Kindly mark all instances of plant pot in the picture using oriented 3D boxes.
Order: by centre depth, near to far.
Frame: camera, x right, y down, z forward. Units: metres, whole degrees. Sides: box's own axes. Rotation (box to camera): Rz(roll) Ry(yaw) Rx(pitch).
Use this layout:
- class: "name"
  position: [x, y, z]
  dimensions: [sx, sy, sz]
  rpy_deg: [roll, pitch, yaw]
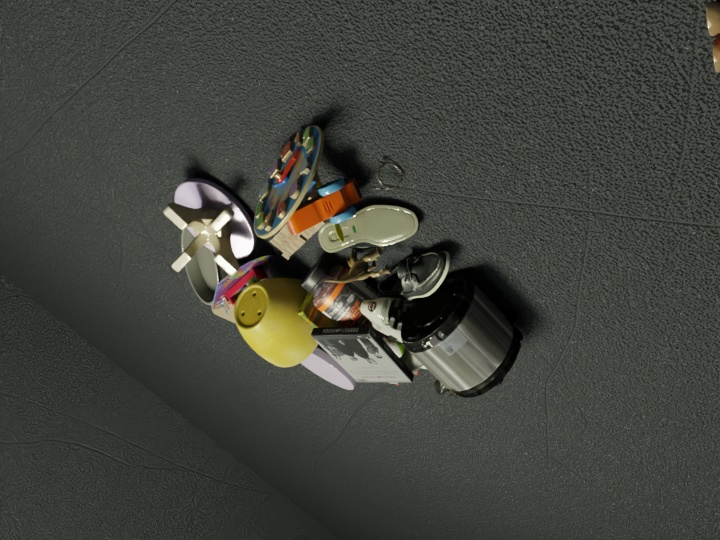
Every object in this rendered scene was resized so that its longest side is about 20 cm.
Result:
- class: "plant pot"
  position: [-0.195, 0.097, 1.295]
  dimensions: [0.197, 0.204, 0.141]
  rpy_deg: [4, 163, 35]

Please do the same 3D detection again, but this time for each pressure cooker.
- class: "pressure cooker"
  position: [0.191, 0.133, 1.081]
  dimensions: [0.200, 0.180, 0.175]
  rpy_deg: [43, 143, -16]

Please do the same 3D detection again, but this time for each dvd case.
- class: "dvd case"
  position: [0.006, 0.181, 1.242]
  dimensions: [0.148, 0.025, 0.200]
  rpy_deg: [-5, 141, 33]

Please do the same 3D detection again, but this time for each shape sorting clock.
- class: "shape sorting clock"
  position: [-0.121, -0.146, 0.954]
  dimensions: [0.039, 0.203, 0.199]
  rpy_deg: [29, 150, -24]

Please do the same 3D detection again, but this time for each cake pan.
- class: "cake pan"
  position: [-0.365, -0.021, 1.384]
  dimensions: [0.199, 0.036, 0.204]
  rpy_deg: [27, 125, 46]

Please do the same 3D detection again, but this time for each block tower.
- class: "block tower"
  position: [-0.115, -0.091, 1.154]
  dimensions: [0.058, 0.054, 0.200]
  rpy_deg: [38, 146, -9]

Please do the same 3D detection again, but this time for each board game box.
- class: "board game box"
  position: [-0.259, 0.041, 1.349]
  dimensions: [0.039, 0.157, 0.200]
  rpy_deg: [53, 149, 12]

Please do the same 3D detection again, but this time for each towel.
- class: "towel"
  position: [-0.049, 0.118, 1.296]
  dimensions: [0.200, 0.087, 0.018]
  rpy_deg: [43, 148, -25]

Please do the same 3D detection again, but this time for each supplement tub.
- class: "supplement tub"
  position: [-0.026, 0.063, 1.234]
  dimensions: [0.199, 0.108, 0.107]
  rpy_deg: [37, 147, -8]

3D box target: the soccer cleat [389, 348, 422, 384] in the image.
- class: "soccer cleat"
  position: [0.118, 0.186, 1.292]
  dimensions: [0.077, 0.070, 0.199]
  rpy_deg: [43, 126, -18]

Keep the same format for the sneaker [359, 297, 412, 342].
- class: "sneaker"
  position: [0.068, 0.099, 1.168]
  dimensions: [0.087, 0.075, 0.200]
  rpy_deg: [7, 158, 35]

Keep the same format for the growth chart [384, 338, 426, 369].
- class: "growth chart"
  position: [0.095, 0.165, 1.351]
  dimensions: [0.143, 0.018, 0.201]
  rpy_deg: [-2, 135, 40]

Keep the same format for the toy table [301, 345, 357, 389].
- class: "toy table"
  position: [-0.071, 0.184, 1.409]
  dimensions: [0.198, 0.118, 0.185]
  rpy_deg: [31, 153, 9]

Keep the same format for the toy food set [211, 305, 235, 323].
- class: "toy food set"
  position: [-0.314, 0.072, 1.542]
  dimensions: [0.197, 0.061, 0.145]
  rpy_deg: [20, 134, 15]

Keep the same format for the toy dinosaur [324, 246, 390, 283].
- class: "toy dinosaur"
  position: [0.000, 0.000, 1.087]
  dimensions: [0.100, 0.200, 0.059]
  rpy_deg: [-23, 101, 14]

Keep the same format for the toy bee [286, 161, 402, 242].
- class: "toy bee"
  position: [-0.036, -0.115, 0.996]
  dimensions: [0.196, 0.134, 0.109]
  rpy_deg: [-5, -169, -10]

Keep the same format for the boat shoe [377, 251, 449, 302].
- class: "boat shoe"
  position: [0.092, 0.008, 1.088]
  dimensions: [0.065, 0.076, 0.199]
  rpy_deg: [17, 161, -19]

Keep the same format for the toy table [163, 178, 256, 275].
- class: "toy table"
  position: [-0.314, -0.085, 1.212]
  dimensions: [0.198, 0.118, 0.185]
  rpy_deg: [34, 116, -11]

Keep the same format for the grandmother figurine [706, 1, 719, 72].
- class: "grandmother figurine"
  position: [0.427, -0.228, 0.522]
  dimensions: [0.198, 0.061, 0.121]
  rpy_deg: [0, 144, 43]

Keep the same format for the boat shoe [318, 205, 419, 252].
- class: "boat shoe"
  position: [0.020, -0.078, 1.062]
  dimensions: [0.197, 0.067, 0.073]
  rpy_deg: [-9, 94, 31]
